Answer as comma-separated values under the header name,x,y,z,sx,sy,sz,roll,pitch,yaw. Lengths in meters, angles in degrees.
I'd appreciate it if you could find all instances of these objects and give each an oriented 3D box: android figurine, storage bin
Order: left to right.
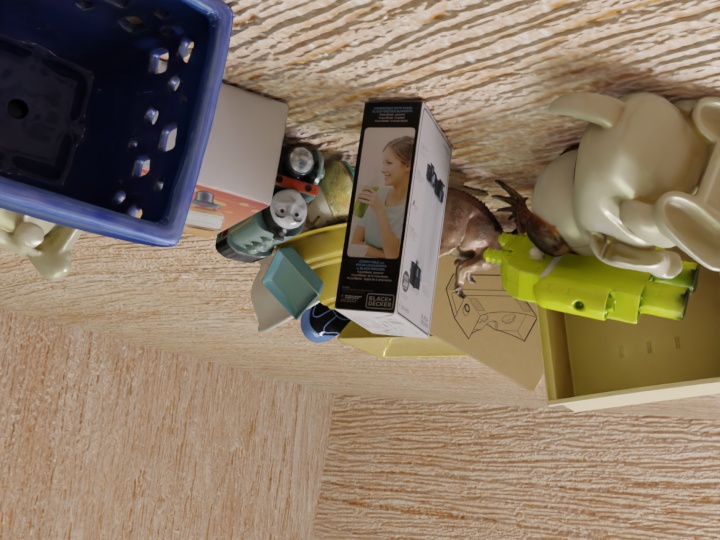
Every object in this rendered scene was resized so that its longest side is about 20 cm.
name,x,y,z,sx,sy,sz,roll,pitch,yaw
android figurine,0.221,-0.002,0.872,0.199,0.041,0.182,15,-151,26
storage bin,0.300,0.042,0.966,0.199,0.200,0.094,-13,158,25

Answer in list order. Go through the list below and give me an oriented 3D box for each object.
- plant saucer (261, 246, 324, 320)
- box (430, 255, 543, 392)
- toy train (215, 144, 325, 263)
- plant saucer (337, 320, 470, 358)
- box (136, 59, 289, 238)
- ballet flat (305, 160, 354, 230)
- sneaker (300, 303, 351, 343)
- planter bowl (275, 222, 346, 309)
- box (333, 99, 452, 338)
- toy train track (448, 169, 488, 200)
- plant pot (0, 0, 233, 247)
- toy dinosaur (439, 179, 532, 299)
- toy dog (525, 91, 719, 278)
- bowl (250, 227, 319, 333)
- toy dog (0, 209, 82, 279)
name,x,y,z,sx,sy,sz,roll,pitch,yaw
plant saucer,-0.082,0.017,1.078,0.070,0.019,0.200,48,163,1
box,0.167,0.041,1.125,0.199,0.164,0.021,30,-152,11
toy train,-0.105,-0.075,1.006,0.085,0.115,0.200,14,166,-24
plant saucer,0.091,0.090,1.295,0.198,0.049,0.200,-3,165,20
box,-0.185,-0.115,0.909,0.151,0.107,0.200,15,166,-24
ballet flat,-0.035,-0.072,1.057,0.070,0.071,0.200,9,170,0
sneaker,-0.003,0.031,1.311,0.070,0.200,0.078,52,147,-1
planter bowl,0.000,0.000,1.090,0.199,0.084,0.200,-9,171,-1
box,0.035,-0.046,0.848,0.060,0.202,0.117,4,168,21
toy train track,0.079,-0.075,1.064,0.114,0.033,0.200,12,168,-11
plant pot,-0.239,-0.134,0.686,0.199,0.202,0.179,18,170,-38
toy dinosaur,0.117,-0.050,0.966,0.199,0.136,0.086,23,-161,-22
toy dog,0.223,-0.066,0.786,0.193,0.141,0.200,20,166,-10
bowl,-0.082,-0.002,1.264,0.200,0.091,0.201,-32,-175,3
toy dog,-0.419,-0.106,1.072,0.194,0.140,0.200,44,178,18
